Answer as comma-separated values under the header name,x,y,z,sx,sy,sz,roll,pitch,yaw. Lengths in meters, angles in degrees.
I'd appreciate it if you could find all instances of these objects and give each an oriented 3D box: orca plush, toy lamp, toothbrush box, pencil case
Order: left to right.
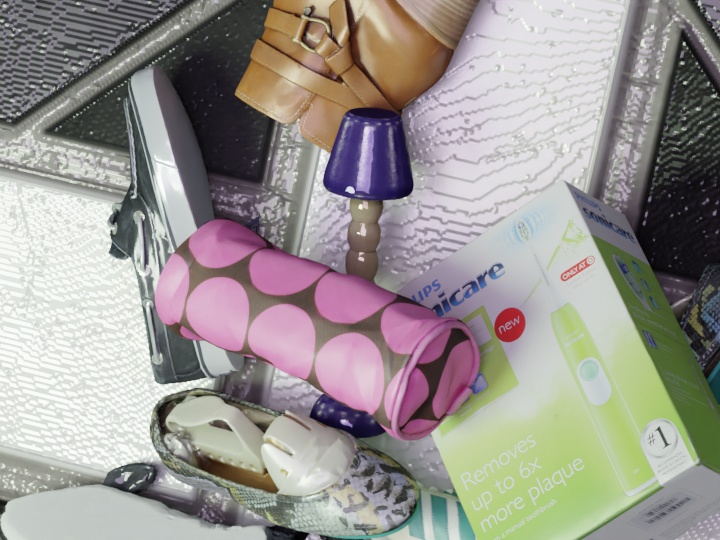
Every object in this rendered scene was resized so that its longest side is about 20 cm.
name,x,y,z,sx,sy,sz,roll,pitch,yaw
orca plush,-0.129,0.181,1.661,0.200,0.071,0.105,-8,47,8
pencil case,-0.022,0.035,1.531,0.200,0.094,0.091,26,71,36
toy lamp,0.000,0.000,1.597,0.058,0.058,0.200,10,107,11
toothbrush box,0.119,0.073,1.532,0.146,0.086,0.200,-34,59,21

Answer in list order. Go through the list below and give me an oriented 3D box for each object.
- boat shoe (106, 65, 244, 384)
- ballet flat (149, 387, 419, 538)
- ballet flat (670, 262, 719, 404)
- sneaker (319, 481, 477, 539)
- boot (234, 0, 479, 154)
name,x,y,z,sx,sy,sz,roll,pitch,yaw
boat shoe,-0.128,-0.026,1.636,0.068,0.072,0.200,-12,98,11
ballet flat,-0.056,0.113,1.585,0.200,0.072,0.072,13,96,38
ballet flat,0.181,0.080,1.583,0.074,0.074,0.200,38,98,8
sneaker,0.055,0.165,1.614,0.200,0.070,0.093,35,66,22
boot,-0.034,-0.174,1.611,0.200,0.077,0.155,35,103,1
